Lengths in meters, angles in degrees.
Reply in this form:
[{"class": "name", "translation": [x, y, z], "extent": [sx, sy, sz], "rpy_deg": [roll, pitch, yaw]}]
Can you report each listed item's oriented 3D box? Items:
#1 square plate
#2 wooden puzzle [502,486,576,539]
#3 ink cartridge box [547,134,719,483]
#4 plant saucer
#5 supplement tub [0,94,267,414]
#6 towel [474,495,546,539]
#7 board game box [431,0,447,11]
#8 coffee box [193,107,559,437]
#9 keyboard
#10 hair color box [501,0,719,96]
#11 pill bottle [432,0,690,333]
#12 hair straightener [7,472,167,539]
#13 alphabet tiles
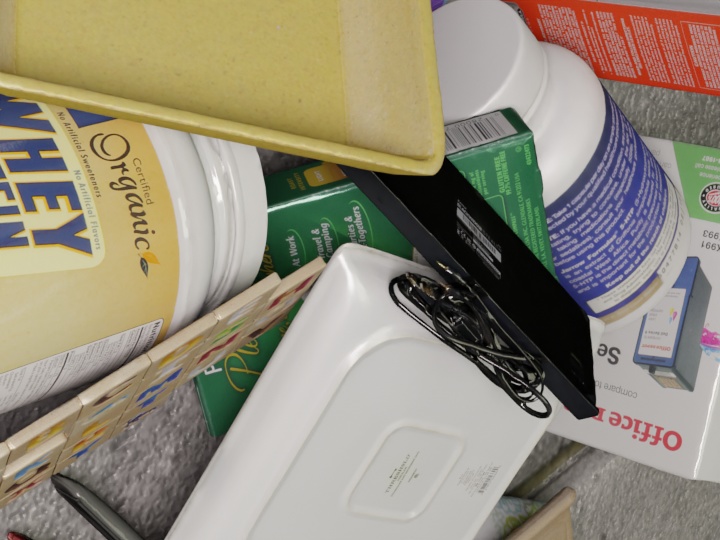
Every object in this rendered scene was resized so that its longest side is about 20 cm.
[{"class": "square plate", "translation": [0.018, 0.094, 0.837], "extent": [0.197, 0.028, 0.201], "rpy_deg": [16, 113, -41]}, {"class": "wooden puzzle", "translation": [0.074, 0.252, 1.010], "extent": [0.184, 0.037, 0.202], "rpy_deg": [-32, 128, -38]}, {"class": "ink cartridge box", "translation": [0.198, 0.022, 1.047], "extent": [0.087, 0.145, 0.202], "rpy_deg": [9, 95, -46]}, {"class": "plant saucer", "translation": [-0.068, -0.132, 0.681], "extent": [0.198, 0.048, 0.202], "rpy_deg": [10, 59, -25]}, {"class": "supplement tub", "translation": [-0.151, -0.016, 0.687], "extent": [0.199, 0.144, 0.146], "rpy_deg": [-20, 115, -40]}, {"class": "towel", "translation": [0.051, 0.237, 1.037], "extent": [0.170, 0.048, 0.202], "rpy_deg": [15, 91, -49]}, {"class": "board game box", "translation": [0.021, -0.196, 0.881], "extent": [0.157, 0.039, 0.202], "rpy_deg": [26, 82, -46]}, {"class": "coffee box", "translation": [0.000, 0.000, 0.847], "extent": [0.198, 0.044, 0.124], "rpy_deg": [-17, 120, -6]}, {"class": "keyboard", "translation": [0.042, 0.000, 0.780], "extent": [0.200, 0.039, 0.105], "rpy_deg": [45, 29, -26]}, {"class": "hair color box", "translation": [0.179, -0.158, 0.938], "extent": [0.102, 0.199, 0.062], "rpy_deg": [-46, 130, -25]}, {"class": "pill bottle", "translation": [0.099, -0.059, 0.942], "extent": [0.200, 0.119, 0.120], "rpy_deg": [44, 70, -44]}, {"class": "hair straightener", "translation": [-0.083, 0.160, 0.847], "extent": [0.200, 0.041, 0.077], "rpy_deg": [39, 75, -24]}, {"class": "alphabet tiles", "translation": [-0.106, 0.059, 0.739], "extent": [0.199, 0.167, 0.008], "rpy_deg": [-32, 83, -21]}]
